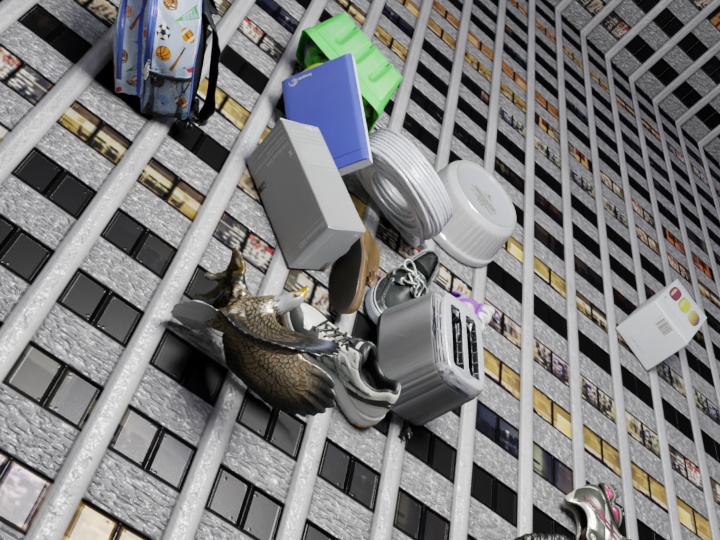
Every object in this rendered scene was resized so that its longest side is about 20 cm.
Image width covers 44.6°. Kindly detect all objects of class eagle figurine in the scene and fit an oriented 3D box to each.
[{"bbox_3d":[-0.114,0.073,1.048,0.151,0.151,0.202,12,39,-55],"label":"eagle figurine"}]

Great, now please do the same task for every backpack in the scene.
[{"bbox_3d":[-0.271,-0.335,1.241,0.151,0.192,0.203,8,48,-22],"label":"backpack"}]

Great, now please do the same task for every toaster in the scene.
[{"bbox_3d":[0.097,0.124,1.232,0.113,0.128,0.203,34,42,-33],"label":"toaster"}]

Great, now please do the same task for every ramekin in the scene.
[{"bbox_3d":[0.204,-0.114,1.637,0.200,0.094,0.205,30,38,-26],"label":"ramekin"}]

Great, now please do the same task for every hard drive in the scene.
[{"bbox_3d":[-0.057,-0.241,1.414,0.025,0.130,0.204,40,36,-59],"label":"hard drive"}]

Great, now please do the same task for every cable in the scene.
[{"bbox_3d":[0.070,-0.141,1.445,0.069,0.200,0.200,-40,84,-13],"label":"cable"}]

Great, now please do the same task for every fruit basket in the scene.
[{"bbox_3d":[-0.050,-0.327,1.559,0.211,0.155,0.221,1,82,-10],"label":"fruit basket"}]

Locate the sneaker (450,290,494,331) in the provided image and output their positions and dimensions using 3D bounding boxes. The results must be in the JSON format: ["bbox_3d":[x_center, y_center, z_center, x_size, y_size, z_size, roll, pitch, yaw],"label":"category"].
[{"bbox_3d":[0.146,0.091,1.395,0.088,0.081,0.200,41,29,2],"label":"sneaker"}]

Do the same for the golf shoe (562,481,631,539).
[{"bbox_3d":[0.374,0.426,1.333,0.086,0.078,0.203,-3,54,-25],"label":"golf shoe"}]

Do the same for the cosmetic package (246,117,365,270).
[{"bbox_3d":[-0.083,-0.111,1.305,0.089,0.107,0.202,6,50,-44],"label":"cosmetic package"}]

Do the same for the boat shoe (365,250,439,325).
[{"bbox_3d":[0.074,0.024,1.379,0.074,0.068,0.199,50,35,4],"label":"boat shoe"}]

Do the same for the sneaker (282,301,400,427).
[{"bbox_3d":[-0.020,0.108,1.176,0.201,0.088,0.075,50,36,5],"label":"sneaker"}]

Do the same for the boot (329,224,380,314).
[{"bbox_3d":[0.000,0.000,1.326,0.075,0.073,0.202,41,31,-27],"label":"boot"}]

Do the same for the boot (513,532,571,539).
[{"bbox_3d":[0.223,0.420,1.143,0.210,0.079,0.160,30,43,-42],"label":"boot"}]

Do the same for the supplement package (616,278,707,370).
[{"bbox_3d":[0.654,0.113,1.899,0.115,0.109,0.199,54,34,9],"label":"supplement package"}]
